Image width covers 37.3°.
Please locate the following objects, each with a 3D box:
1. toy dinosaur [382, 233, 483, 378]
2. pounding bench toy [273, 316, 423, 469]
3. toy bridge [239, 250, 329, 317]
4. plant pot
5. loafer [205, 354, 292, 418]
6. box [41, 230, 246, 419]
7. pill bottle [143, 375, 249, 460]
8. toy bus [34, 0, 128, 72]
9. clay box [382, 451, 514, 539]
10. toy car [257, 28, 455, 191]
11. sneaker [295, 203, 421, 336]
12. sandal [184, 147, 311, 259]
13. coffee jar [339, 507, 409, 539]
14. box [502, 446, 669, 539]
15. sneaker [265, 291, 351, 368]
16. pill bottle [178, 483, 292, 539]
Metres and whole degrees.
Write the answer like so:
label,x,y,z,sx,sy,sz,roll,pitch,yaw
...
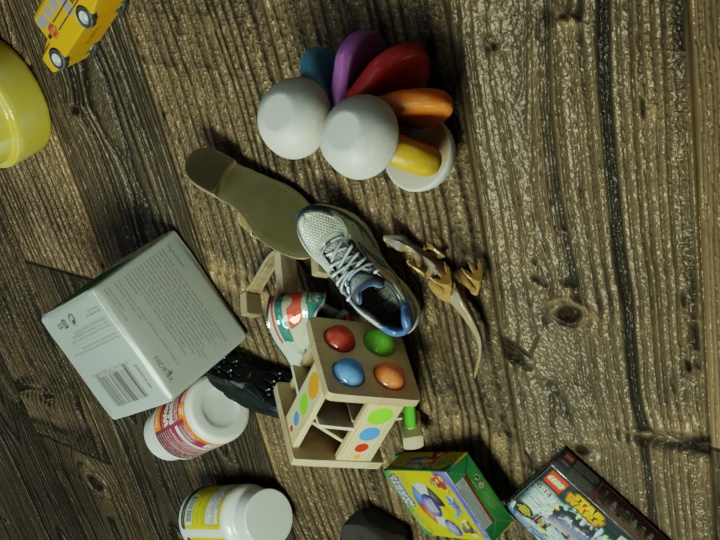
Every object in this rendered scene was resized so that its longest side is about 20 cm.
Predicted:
label,x,y,z,sx,sy,sz,roll,pitch,yaw
toy dinosaur,0.108,0.023,1.236,0.200,0.060,0.106,54,166,2
pounding bench toy,0.017,0.153,1.349,0.156,0.200,0.124,-62,32,37
toy bridge,-0.097,0.002,1.395,0.200,0.027,0.067,-29,60,48
plant pot,-0.596,-0.223,1.579,0.200,0.189,0.201,25,136,26
loafer,-0.140,0.179,1.582,0.200,0.068,0.070,17,150,30
box,-0.321,0.083,1.583,0.199,0.171,0.200,-22,104,50
pill bottle,-0.268,0.242,1.713,0.110,0.110,0.200,53,141,-5
toy bus,-0.357,-0.333,1.360,0.078,0.065,0.200,53,141,-4
clay box,0.107,0.301,1.430,0.115,0.048,0.200,56,152,-7
toy car,0.005,-0.171,1.100,0.200,0.175,0.150,20,99,32
sneaker,0.000,0.000,1.265,0.077,0.085,0.200,-43,96,10
sandal,-0.129,-0.082,1.365,0.212,0.078,0.070,35,172,13
coffee jar,0.024,0.457,1.632,0.104,0.085,0.200,26,137,31
box,0.286,0.324,1.311,0.200,0.040,0.137,42,140,10
sneaker,-0.046,0.098,1.405,0.093,0.070,0.200,-13,134,19
pill bottle,-0.210,0.418,1.800,0.200,0.114,0.114,-15,110,49
